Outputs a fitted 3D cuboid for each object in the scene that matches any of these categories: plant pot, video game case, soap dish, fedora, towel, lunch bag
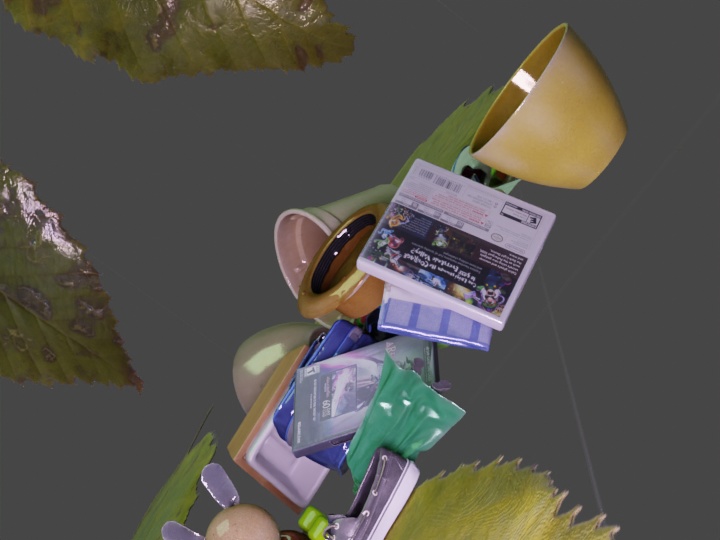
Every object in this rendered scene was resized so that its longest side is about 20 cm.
[{"bbox_3d":[0.250,-0.185,1.552,0.201,0.141,0.200,-54,7,10],"label":"plant pot"},{"bbox_3d":[0.121,-0.036,1.544,0.183,0.198,0.023,-59,-15,-31],"label":"video game case"},{"bbox_3d":[-0.097,0.234,1.839,0.081,0.157,0.201,8,60,50],"label":"soap dish"},{"bbox_3d":[0.006,0.152,1.571,0.198,0.019,0.144,-20,38,16],"label":"video game case"},{"bbox_3d":[-0.087,0.162,1.984,0.134,0.200,0.201,-38,16,37],"label":"plant pot"},{"bbox_3d":[0.000,0.000,1.703,0.200,0.082,0.202,-39,25,22],"label":"fedora"},{"bbox_3d":[0.106,0.004,1.543,0.024,0.145,0.202,91,-169,-56],"label":"towel"},{"bbox_3d":[-0.030,0.164,1.710,0.201,0.131,0.136,-56,-10,-17],"label":"lunch bag"},{"bbox_3d":[-0.003,-0.039,1.910,0.182,0.202,0.200,-30,-6,-30],"label":"plant pot"}]

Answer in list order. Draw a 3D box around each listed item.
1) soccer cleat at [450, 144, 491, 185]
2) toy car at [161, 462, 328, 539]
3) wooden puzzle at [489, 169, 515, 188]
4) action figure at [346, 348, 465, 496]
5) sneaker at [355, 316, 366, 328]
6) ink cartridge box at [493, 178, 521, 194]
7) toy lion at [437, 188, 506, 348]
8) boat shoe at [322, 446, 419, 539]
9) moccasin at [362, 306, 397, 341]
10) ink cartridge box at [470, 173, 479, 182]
[{"bbox_3d":[0.154,-0.104,1.970,0.087,0.069,0.202,-94,20,-58],"label":"soccer cleat"},{"bbox_3d":[-0.137,0.334,1.506,0.165,0.199,0.158,-55,8,-9],"label":"toy car"},{"bbox_3d":[0.241,-0.194,2.028,0.201,0.037,0.185,-57,8,-11],"label":"wooden puzzle"},{"bbox_3d":[0.037,0.197,1.471,0.054,0.118,0.201,-25,-30,-55],"label":"action figure"},{"bbox_3d":[0.051,0.062,2.043,0.200,0.077,0.084,-50,-10,23],"label":"sneaker"},{"bbox_3d":[0.167,-0.034,1.806,0.201,0.050,0.162,-51,7,-9],"label":"ink cartridge box"},{"bbox_3d":[0.128,0.008,1.656,0.198,0.068,0.194,-20,50,41],"label":"toy lion"},{"bbox_3d":[-0.008,0.290,1.399,0.201,0.066,0.070,-57,8,-12],"label":"boat shoe"},{"bbox_3d":[0.032,0.115,1.923,0.069,0.080,0.200,-62,-4,-21],"label":"moccasin"},{"bbox_3d":[0.114,-0.056,1.867,0.201,0.039,0.099,-56,-22,-4],"label":"ink cartridge box"}]
